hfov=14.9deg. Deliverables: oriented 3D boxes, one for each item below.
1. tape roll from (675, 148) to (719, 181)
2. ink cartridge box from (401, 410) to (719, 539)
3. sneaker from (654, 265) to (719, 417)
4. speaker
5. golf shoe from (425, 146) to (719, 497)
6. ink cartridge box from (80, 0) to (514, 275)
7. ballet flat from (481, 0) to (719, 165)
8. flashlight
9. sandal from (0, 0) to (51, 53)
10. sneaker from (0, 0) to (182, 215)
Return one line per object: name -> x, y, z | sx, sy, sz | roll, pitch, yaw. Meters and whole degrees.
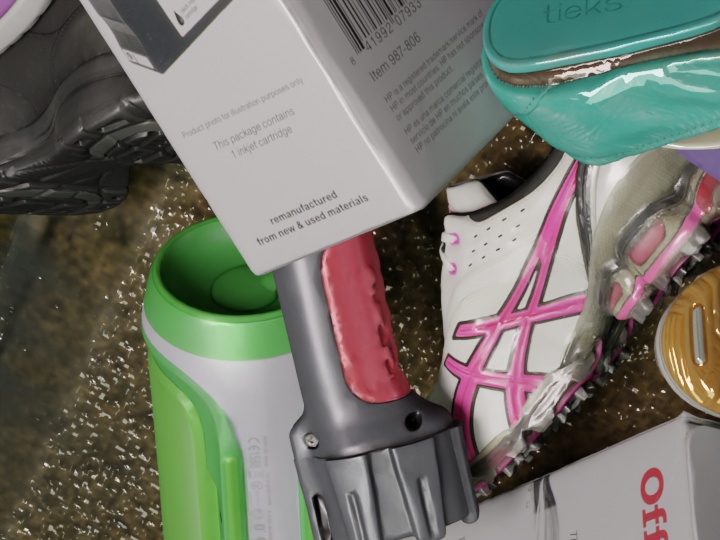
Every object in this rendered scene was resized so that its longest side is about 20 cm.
tape roll -> 0.172, -0.117, 0.883 | 0.199, 0.085, 0.201 | 11, 128, 14
ink cartridge box -> 0.090, 0.157, 1.044 | 0.083, 0.146, 0.200 | 15, 152, -34
sneaker -> 0.203, 0.026, 0.992 | 0.198, 0.088, 0.076 | 6, 84, -3
speaker -> -0.042, 0.079, 1.111 | 0.088, 0.089, 0.201 | 10, 127, 15
golf shoe -> 0.064, 0.006, 1.031 | 0.092, 0.073, 0.200 | 41, 124, 8
ink cartridge box -> -0.025, -0.125, 0.898 | 0.084, 0.145, 0.201 | -21, 106, 43
ballet flat -> 0.135, -0.075, 0.843 | 0.199, 0.068, 0.070 | -10, 144, 28
flashlight -> 0.000, 0.000, 1.007 | 0.068, 0.068, 0.201 | -6, 100, 53
sandal -> -0.160, -0.111, 1.019 | 0.050, 0.083, 0.202 | 11, 143, -38
sneaker -> -0.111, -0.073, 1.042 | 0.076, 0.091, 0.199 | 5, 165, -38
